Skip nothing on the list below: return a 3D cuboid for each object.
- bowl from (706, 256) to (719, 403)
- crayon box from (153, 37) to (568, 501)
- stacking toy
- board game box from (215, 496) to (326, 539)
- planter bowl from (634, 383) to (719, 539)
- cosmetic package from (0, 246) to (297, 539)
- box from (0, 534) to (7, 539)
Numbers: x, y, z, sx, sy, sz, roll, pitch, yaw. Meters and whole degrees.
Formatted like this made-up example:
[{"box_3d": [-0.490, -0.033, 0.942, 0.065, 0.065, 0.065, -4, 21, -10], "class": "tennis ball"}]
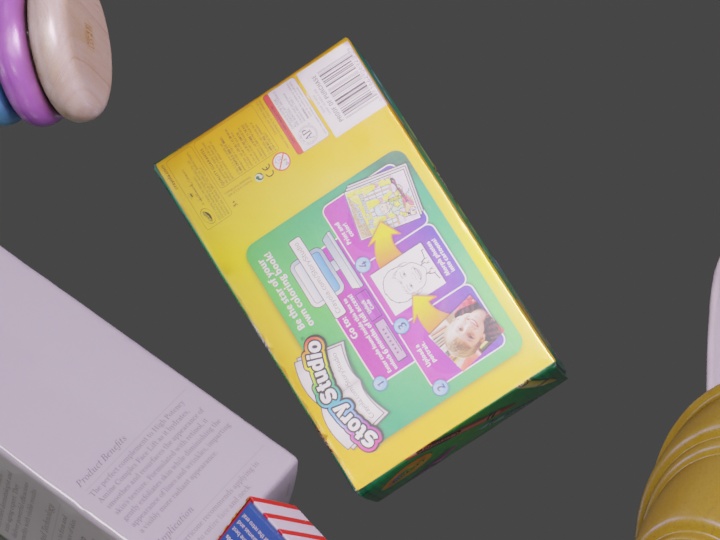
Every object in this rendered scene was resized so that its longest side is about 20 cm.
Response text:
[{"box_3d": [0.258, 0.075, 1.328, 0.199, 0.075, 0.201, 10, 108, 45], "class": "bowl"}, {"box_3d": [0.000, 0.000, 1.435, 0.119, 0.058, 0.200, -33, 79, 4], "class": "crayon box"}, {"box_3d": [-0.233, -0.103, 1.480, 0.199, 0.085, 0.086, -10, 81, 12], "class": "stacking toy"}, {"box_3d": [-0.055, 0.230, 1.333, 0.152, 0.046, 0.200, 45, 103, 29], "class": "board game box"}, {"box_3d": [0.181, 0.153, 1.314, 0.200, 0.083, 0.201, 20, 117, 43], "class": "planter bowl"}, {"box_3d": [-0.141, 0.086, 1.421, 0.200, 0.074, 0.102, 35, 52, 14], "class": "cosmetic package"}, {"box_3d": [-0.168, 0.207, 1.442, 0.200, 0.048, 0.122, 24, 87, 13], "class": "box"}]
